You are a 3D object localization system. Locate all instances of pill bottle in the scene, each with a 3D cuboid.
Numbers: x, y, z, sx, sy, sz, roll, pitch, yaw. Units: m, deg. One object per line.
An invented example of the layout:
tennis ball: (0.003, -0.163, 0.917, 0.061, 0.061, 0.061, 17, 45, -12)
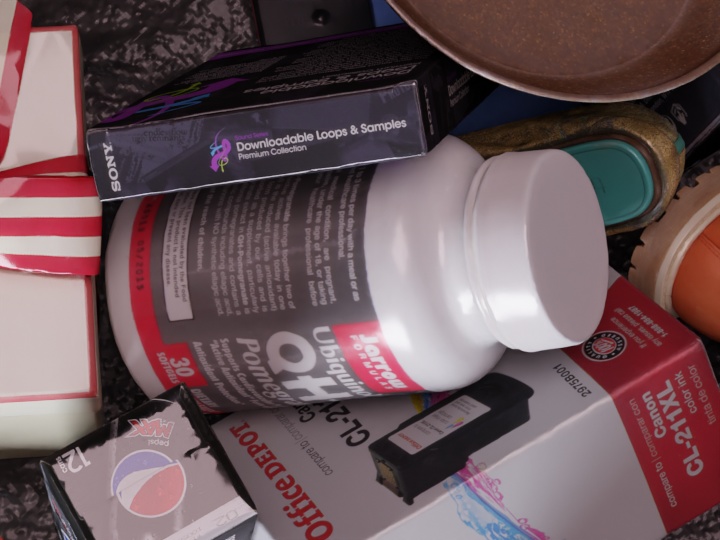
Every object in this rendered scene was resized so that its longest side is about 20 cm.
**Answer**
pill bottle: (0.000, 0.000, 1.201, 0.199, 0.111, 0.111, -7, 75, 29)

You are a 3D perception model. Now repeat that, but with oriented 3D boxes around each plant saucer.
plant saucer: (0.077, -0.153, 1.182, 0.200, 0.037, 0.201, 7, 64, -14)

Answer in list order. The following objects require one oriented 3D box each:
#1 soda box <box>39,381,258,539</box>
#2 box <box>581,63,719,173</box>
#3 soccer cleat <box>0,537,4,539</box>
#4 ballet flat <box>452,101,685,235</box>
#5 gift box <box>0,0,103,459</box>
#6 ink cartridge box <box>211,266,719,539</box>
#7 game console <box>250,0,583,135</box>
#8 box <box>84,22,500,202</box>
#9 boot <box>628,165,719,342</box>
soda box: (-0.090, 0.107, 1.194, 0.071, 0.200, 0.063, -29, 80, -10)
box: (0.167, -0.178, 1.304, 0.196, 0.117, 0.200, -32, 81, -23)
soccer cleat: (-0.130, 0.202, 1.242, 0.200, 0.069, 0.078, 43, 83, 13)
ballet flat: (0.055, -0.035, 1.268, 0.199, 0.071, 0.071, -11, 76, 27)
gift box: (-0.204, -0.019, 1.223, 0.184, 0.187, 0.201, -8, 79, -6)
ink cartridge box: (0.046, 0.084, 1.231, 0.200, 0.146, 0.083, -30, 120, -10)
game console: (0.051, -0.115, 1.343, 0.199, 0.031, 0.177, -9, 78, -7)
box: (-0.019, -0.074, 1.207, 0.142, 0.200, 0.036, -8, 100, 16)
boot: (0.225, -0.024, 1.270, 0.107, 0.075, 0.200, 32, 57, 32)
